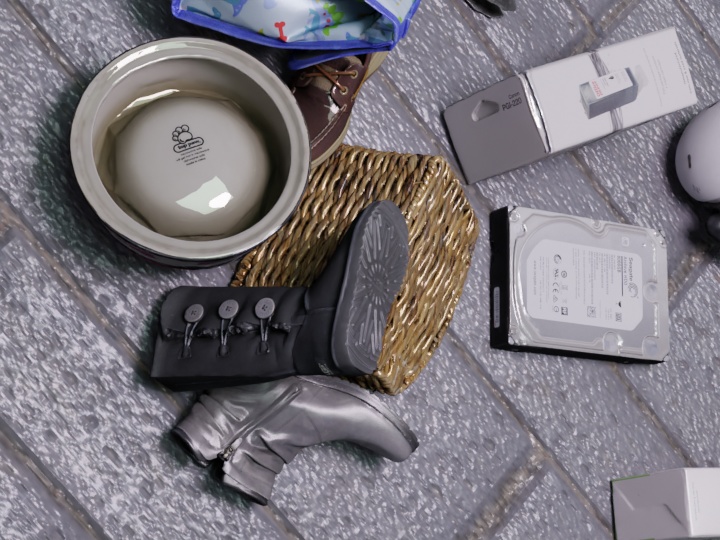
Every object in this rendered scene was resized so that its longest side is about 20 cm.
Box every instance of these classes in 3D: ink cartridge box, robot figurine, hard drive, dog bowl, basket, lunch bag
[{"bbox_3d":[0.203,-0.160,1.387,0.199,0.145,0.085,-18,90,-30],"label":"ink cartridge box"},{"bbox_3d":[0.427,-0.098,1.515,0.199,0.125,0.151,31,32,-20],"label":"robot figurine"},{"bbox_3d":[0.221,0.017,1.424,0.199,0.038,0.141,9,76,-28],"label":"hard drive"},{"bbox_3d":[0.363,0.232,1.411,0.199,0.117,0.068,4,75,-28],"label":"ink cartridge box"},{"bbox_3d":[-0.143,-0.090,1.196,0.198,0.074,0.202,4,70,-10],"label":"dog bowl"},{"bbox_3d":[0.000,0.000,1.290,0.201,0.148,0.143,-64,143,-24],"label":"basket"},{"bbox_3d":[-0.040,-0.264,1.229,0.199,0.128,0.170,17,39,6],"label":"lunch bag"}]

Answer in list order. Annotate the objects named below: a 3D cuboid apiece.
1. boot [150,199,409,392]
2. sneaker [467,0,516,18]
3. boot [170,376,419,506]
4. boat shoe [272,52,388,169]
[{"bbox_3d":[-0.069,0.021,1.181,0.066,0.199,0.166,52,43,-37],"label":"boot"},{"bbox_3d":[0.111,-0.361,1.431,0.103,0.060,0.202,5,82,-27],"label":"sneaker"},{"bbox_3d":[-0.057,0.148,1.232,0.199,0.070,0.132,31,69,-8],"label":"boot"},{"bbox_3d":[-0.029,-0.178,1.292,0.072,0.072,0.201,25,61,14],"label":"boat shoe"}]
